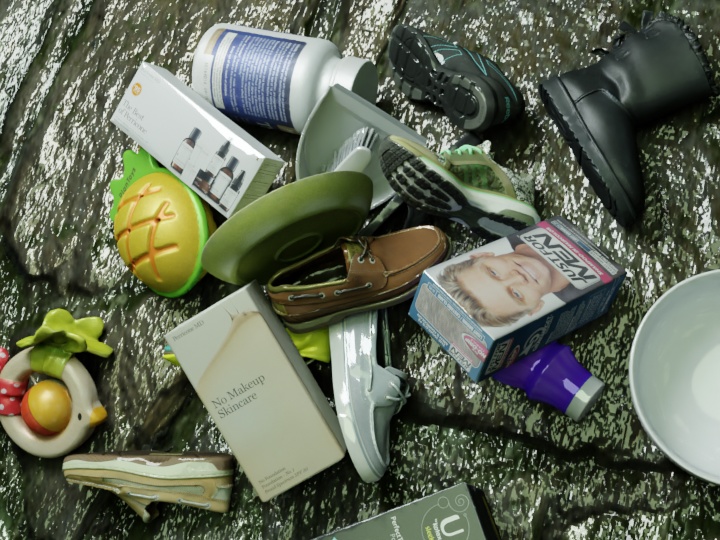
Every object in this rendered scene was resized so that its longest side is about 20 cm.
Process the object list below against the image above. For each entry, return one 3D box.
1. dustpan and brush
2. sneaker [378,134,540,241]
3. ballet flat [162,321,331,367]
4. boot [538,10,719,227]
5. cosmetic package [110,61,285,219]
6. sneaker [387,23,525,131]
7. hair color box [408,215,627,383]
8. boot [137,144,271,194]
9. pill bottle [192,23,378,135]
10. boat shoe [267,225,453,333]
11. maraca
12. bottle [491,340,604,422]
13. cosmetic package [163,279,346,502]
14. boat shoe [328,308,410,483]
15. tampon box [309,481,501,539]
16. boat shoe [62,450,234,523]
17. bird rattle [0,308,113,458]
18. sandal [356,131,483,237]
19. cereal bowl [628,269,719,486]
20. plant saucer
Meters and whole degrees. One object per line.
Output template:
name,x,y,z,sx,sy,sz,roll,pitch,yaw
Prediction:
dustpan and brush,-0.032,-0.093,1.051,0.200,0.139,0.057,-47,27,31
sneaker,0.107,-0.101,0.981,0.077,0.199,0.089,-28,41,55
ballet flat,-0.123,0.096,1.037,0.199,0.067,0.068,-13,92,11
boot,0.296,-0.164,0.981,0.162,0.073,0.199,-26,68,5
cosmetic package,-0.186,-0.146,1.053,0.200,0.051,0.083,38,102,19
sneaker,0.104,-0.218,1.061,0.079,0.076,0.200,-14,45,-32
hair color box,0.155,0.022,0.906,0.199,0.061,0.100,-22,54,-36
boot,-0.190,-0.123,1.127,0.199,0.073,0.076,34,110,23
pill bottle,-0.085,-0.218,1.088,0.199,0.111,0.112,14,79,20
boat shoe,0.000,0.000,0.973,0.199,0.068,0.072,-26,43,0
maraca,-0.237,-0.058,1.089,0.200,0.107,0.137,50,117,29
bottle,0.151,0.074,0.946,0.200,0.083,0.066,37,121,22
cosmetic package,-0.105,0.123,0.973,0.103,0.073,0.201,-31,95,6
boat shoe,0.014,0.116,0.982,0.071,0.070,0.202,-15,68,16
tampon box,0.044,0.308,0.886,0.199,0.126,0.151,-23,70,9
boat shoe,-0.236,0.238,1.026,0.198,0.072,0.077,-1,85,16
bird rattle,-0.379,0.141,1.083,0.199,0.113,0.164,-33,84,9
sandal,0.063,-0.071,1.024,0.200,0.075,0.048,-42,85,2
cereal bowl,0.352,0.104,0.876,0.198,0.083,0.202,-5,74,16
plant saucer,-0.069,-0.035,0.983,0.199,0.200,0.031,-30,73,6
